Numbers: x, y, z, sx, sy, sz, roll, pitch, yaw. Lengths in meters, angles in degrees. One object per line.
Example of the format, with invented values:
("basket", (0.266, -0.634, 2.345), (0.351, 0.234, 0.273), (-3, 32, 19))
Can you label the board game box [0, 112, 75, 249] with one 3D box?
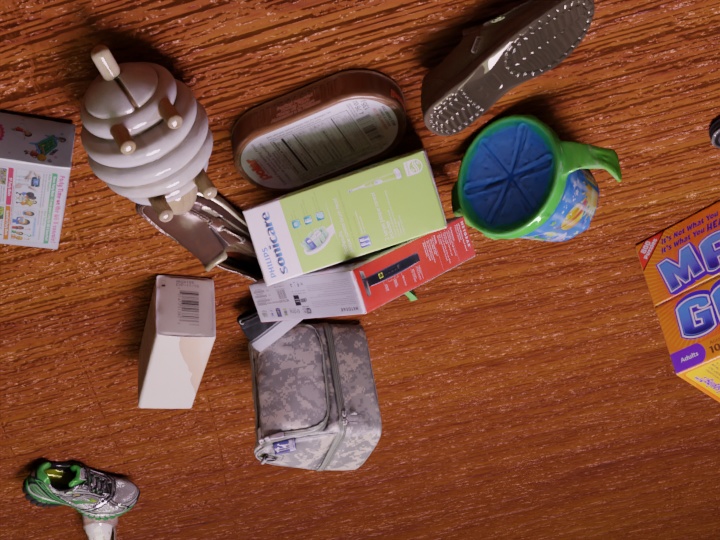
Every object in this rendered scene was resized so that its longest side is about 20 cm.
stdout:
("board game box", (-0.408, -0.098, 1.009), (0.198, 0.065, 0.148), (8, 144, -19))

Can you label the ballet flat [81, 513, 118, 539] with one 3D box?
("ballet flat", (-0.498, 0.504, 1.867), (0.067, 0.068, 0.201), (-4, 145, -7))

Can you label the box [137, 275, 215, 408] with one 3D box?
("box", (-0.251, 0.101, 1.307), (0.077, 0.096, 0.201), (4, 146, -18))

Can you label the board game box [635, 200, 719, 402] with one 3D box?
("board game box", (0.519, 0.040, 1.278), (0.199, 0.202, 0.199), (-31, 140, 30))

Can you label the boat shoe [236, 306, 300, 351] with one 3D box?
("boat shoe", (-0.091, 0.036, 1.273), (0.057, 0.069, 0.200), (47, 121, -6))

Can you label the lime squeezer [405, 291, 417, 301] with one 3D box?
("lime squeezer", (0.054, -0.007, 1.261), (0.070, 0.038, 0.201), (-3, 145, -8))

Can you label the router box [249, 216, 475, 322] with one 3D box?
("router box", (0.000, 0.000, 1.102), (0.179, 0.049, 0.199), (-25, -170, -37))

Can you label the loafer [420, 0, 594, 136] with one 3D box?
("loafer", (0.135, -0.217, 0.949), (0.199, 0.068, 0.076), (-34, 144, 9))

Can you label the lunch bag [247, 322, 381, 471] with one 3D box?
("lunch bag", (-0.073, 0.177, 1.358), (0.166, 0.202, 0.140), (3, 144, -18))

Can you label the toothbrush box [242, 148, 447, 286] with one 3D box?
("toothbrush box", (-0.012, -0.062, 1.049), (0.198, 0.087, 0.146), (-17, -174, 5))

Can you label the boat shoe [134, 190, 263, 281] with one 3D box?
("boat shoe", (-0.172, -0.039, 1.132), (0.201, 0.076, 0.075), (22, 136, -36))

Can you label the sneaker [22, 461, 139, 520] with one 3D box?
("sneaker", (-0.477, 0.379, 1.679), (0.198, 0.079, 0.085), (14, 140, -28))

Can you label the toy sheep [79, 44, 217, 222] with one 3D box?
("toy sheep", (-0.208, -0.133, 0.941), (0.136, 0.139, 0.201), (-10, 135, 4))

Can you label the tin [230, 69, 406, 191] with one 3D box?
("tin", (-0.046, -0.146, 1.038), (0.198, 0.042, 0.112), (-20, 140, 17))

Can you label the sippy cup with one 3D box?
("sippy cup", (0.200, -0.092, 1.095), (0.130, 0.177, 0.141), (15, 101, -46))

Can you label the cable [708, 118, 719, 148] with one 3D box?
("cable", (0.505, -0.169, 1.102), (0.197, 0.051, 0.097), (-7, 148, -5))
